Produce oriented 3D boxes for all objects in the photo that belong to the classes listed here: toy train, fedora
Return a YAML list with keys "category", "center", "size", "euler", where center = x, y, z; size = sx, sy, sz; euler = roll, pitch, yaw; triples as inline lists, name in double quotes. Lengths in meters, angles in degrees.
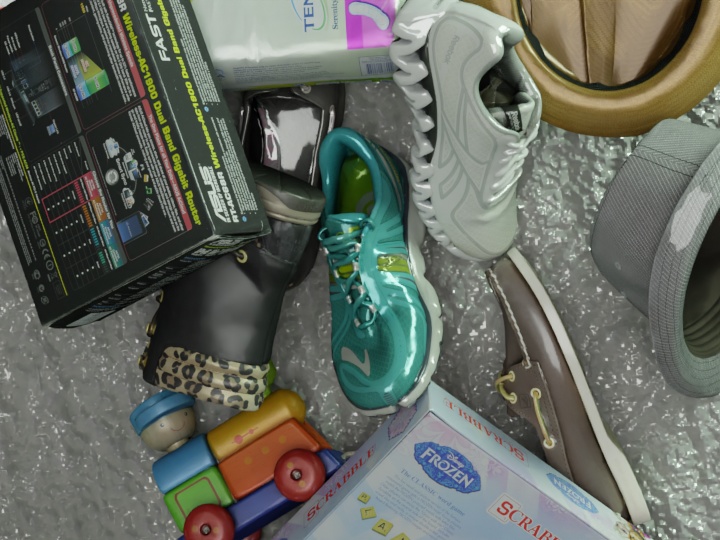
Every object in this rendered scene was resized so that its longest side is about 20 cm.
- category: "toy train"
  center: [-0.049, 0.099, 1.485]
  size: [0.200, 0.085, 0.116]
  euler: [-32, 78, 7]
- category: "fedora"
  center: [0.158, -0.186, 1.432]
  size: [0.200, 0.082, 0.202]
  euler: [1, 95, 6]
- category: "fedora"
  center: [0.207, -0.022, 1.413]
  size: [0.090, 0.200, 0.177]
  euler: [27, 76, 30]

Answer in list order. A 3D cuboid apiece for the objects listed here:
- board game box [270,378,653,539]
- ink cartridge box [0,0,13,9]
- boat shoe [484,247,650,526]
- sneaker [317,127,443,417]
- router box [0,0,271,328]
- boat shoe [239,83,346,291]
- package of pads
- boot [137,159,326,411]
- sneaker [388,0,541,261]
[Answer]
- category: "board game box"
  center: [0.054, 0.197, 1.446]
  size: [0.200, 0.041, 0.200]
  euler: [36, 112, -19]
- category: "ink cartridge box"
  center: [-0.202, -0.186, 1.482]
  size: [0.109, 0.050, 0.201]
  euler: [-10, 94, 6]
- category: "boat shoe"
  center: [0.123, 0.084, 1.468]
  size: [0.059, 0.072, 0.201]
  euler: [-25, 98, 4]
- category: "sneaker"
  center: [0.000, 0.000, 1.423]
  size: [0.077, 0.080, 0.201]
  euler: [-20, 56, 20]
- category: "router box"
  center: [-0.157, -0.084, 1.388]
  size: [0.150, 0.062, 0.201]
  euler: [-26, 79, 32]
- category: "boat shoe"
  center: [-0.047, -0.084, 1.473]
  size: [0.067, 0.057, 0.201]
  euler: [5, 96, 5]
- category: "package of pads"
  center: [-0.049, -0.216, 1.434]
  size: [0.154, 0.068, 0.201]
  euler: [-4, 79, 5]
- category: "boot"
  center: [-0.117, -0.006, 1.449]
  size: [0.199, 0.073, 0.151]
  euler: [19, 101, 34]
- category: "sneaker"
  center: [0.075, -0.082, 1.407]
  size: [0.081, 0.075, 0.200]
  euler: [15, 138, 31]
